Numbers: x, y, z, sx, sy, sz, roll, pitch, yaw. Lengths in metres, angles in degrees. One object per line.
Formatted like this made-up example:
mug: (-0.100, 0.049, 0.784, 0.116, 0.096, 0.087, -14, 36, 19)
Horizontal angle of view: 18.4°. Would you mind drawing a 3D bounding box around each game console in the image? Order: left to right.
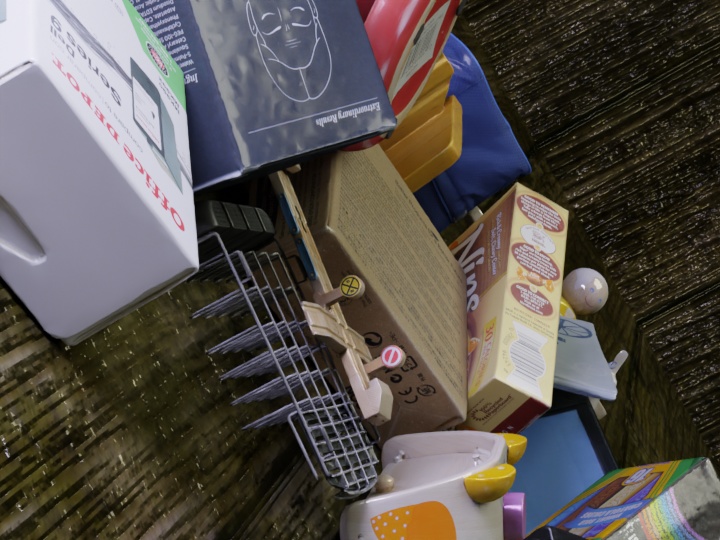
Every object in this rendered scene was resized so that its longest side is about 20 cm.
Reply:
game console: (0.125, 0.147, 1.735, 0.118, 0.171, 0.200, 90, -17, -53)

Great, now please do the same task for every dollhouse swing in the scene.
dollhouse swing: (-0.006, -0.114, 1.696, 0.200, 0.182, 0.176, 54, 2, -33)

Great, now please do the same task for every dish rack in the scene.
dish rack: (-0.054, 0.049, 1.334, 0.200, 0.055, 0.153, 64, 12, 6)

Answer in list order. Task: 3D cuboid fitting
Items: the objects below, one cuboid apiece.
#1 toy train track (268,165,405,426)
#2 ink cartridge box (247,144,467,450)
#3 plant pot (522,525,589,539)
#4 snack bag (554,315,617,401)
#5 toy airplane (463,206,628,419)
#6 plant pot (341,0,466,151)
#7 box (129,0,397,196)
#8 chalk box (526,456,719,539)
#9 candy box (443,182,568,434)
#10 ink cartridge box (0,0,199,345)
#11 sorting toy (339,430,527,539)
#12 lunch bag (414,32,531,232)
toy train track: (-0.015, 0.001, 1.393, 0.200, 0.033, 0.115, 67, 11, 22)
ink cartridge box: (0.000, 0.000, 1.569, 0.200, 0.075, 0.165, 54, 23, -32)
plant pot: (0.117, 0.267, 1.237, 0.177, 0.199, 0.200, 44, 17, -21)
snack bag: (0.117, 0.058, 1.826, 0.188, 0.021, 0.200, 15, 15, -6)
toy airplane: (0.171, 0.040, 2.119, 0.199, 0.141, 0.200, 65, 12, 24)
plant pot: (-0.032, -0.193, 1.480, 0.182, 0.201, 0.200, 25, 7, 9)
box: (-0.088, -0.151, 1.304, 0.148, 0.107, 0.200, -19, 91, -50)
chalk box: (0.178, 0.240, 1.608, 0.124, 0.200, 0.125, -19, -79, 59)
candy box: (0.096, 0.044, 1.664, 0.055, 0.115, 0.200, 29, 44, -19)
ink cartridge box: (-0.155, -0.081, 1.119, 0.146, 0.084, 0.200, 53, 14, -32)
sorting toy: (0.066, 0.207, 1.429, 0.200, 0.107, 0.180, -45, 124, -78)
lunch bag: (0.049, -0.135, 2.026, 0.136, 0.132, 0.200, 49, -6, 48)
